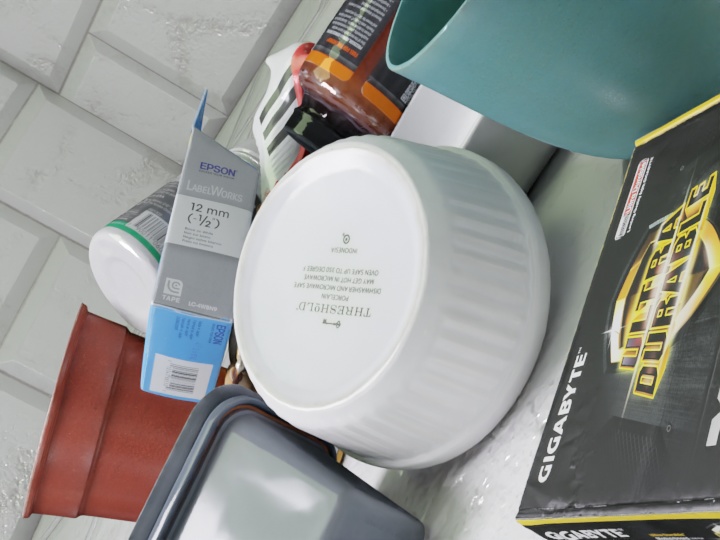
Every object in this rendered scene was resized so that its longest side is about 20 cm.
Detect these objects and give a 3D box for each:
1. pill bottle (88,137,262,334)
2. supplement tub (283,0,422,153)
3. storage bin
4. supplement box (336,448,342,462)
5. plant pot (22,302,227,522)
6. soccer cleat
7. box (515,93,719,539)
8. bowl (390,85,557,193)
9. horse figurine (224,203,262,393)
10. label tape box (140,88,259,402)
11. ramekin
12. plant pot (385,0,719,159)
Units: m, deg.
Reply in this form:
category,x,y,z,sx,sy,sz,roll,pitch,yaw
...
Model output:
category,x,y,z,sx,sy,sz,roll,pitch,yaw
pill bottle,-0.148,-0.038,1.034,0.200,0.114,0.113,-40,0,-36
supplement tub,0.017,-0.184,0.935,0.201,0.106,0.107,-55,14,-1
storage bin,-0.051,0.197,0.661,0.133,0.145,0.202,18,78,48
supplement box,-0.067,0.179,0.846,0.066,0.068,0.203,-40,27,55
plant pot,-0.198,0.155,1.038,0.201,0.192,0.204,-164,90,-78
soccer cleat,-0.067,-0.110,1.010,0.084,0.068,0.204,5,89,46
box,0.148,0.014,0.440,0.159,0.049,0.203,-27,37,63
bowl,0.085,-0.098,0.816,0.202,0.074,0.200,-57,15,16
horse figurine,-0.078,0.050,0.860,0.133,0.049,0.203,106,168,-53
label tape box,-0.122,-0.018,0.871,0.144,0.065,0.203,113,168,-57
ramekin,0.008,0.012,0.658,0.200,0.093,0.206,-16,66,39
plant pot,0.131,-0.153,0.579,0.202,0.159,0.202,-54,16,23
